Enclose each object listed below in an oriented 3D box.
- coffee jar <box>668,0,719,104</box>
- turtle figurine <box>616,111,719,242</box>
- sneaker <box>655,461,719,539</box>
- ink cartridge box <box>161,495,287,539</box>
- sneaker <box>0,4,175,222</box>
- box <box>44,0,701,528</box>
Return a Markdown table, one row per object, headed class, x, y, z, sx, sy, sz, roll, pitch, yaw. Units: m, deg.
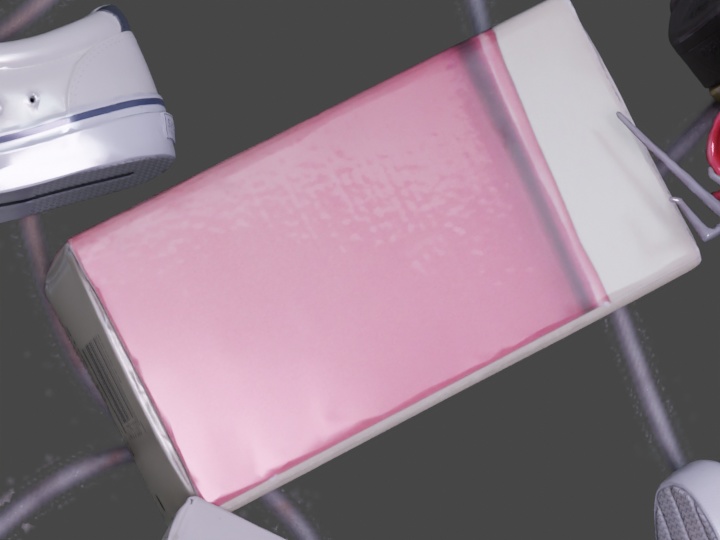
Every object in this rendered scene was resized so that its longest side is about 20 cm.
| class | x | y | z | sx | sy | sz | roll | pitch | yaw |
| --- | --- | --- | --- | --- | --- | --- | --- | --- | --- |
| coffee jar | 0.209 | -0.056 | 1.119 | 0.200 | 0.104 | 0.085 | 46 | 70 | -2 |
| turtle figurine | 0.197 | -0.045 | 1.016 | 0.199 | 0.101 | 0.150 | 30 | 98 | 3 |
| sneaker | 0.178 | 0.153 | 1.109 | 0.071 | 0.073 | 0.201 | -31 | 99 | -21 |
| ink cartridge box | -0.041 | 0.198 | 1.003 | 0.145 | 0.088 | 0.200 | 26 | 124 | -6 |
| sneaker | -0.168 | -0.047 | 1.073 | 0.199 | 0.073 | 0.071 | -14 | 78 | -20 |
| box | 0.000 | 0.000 | 1.062 | 0.199 | 0.128 | 0.109 | -27 | 88 | -12 |
